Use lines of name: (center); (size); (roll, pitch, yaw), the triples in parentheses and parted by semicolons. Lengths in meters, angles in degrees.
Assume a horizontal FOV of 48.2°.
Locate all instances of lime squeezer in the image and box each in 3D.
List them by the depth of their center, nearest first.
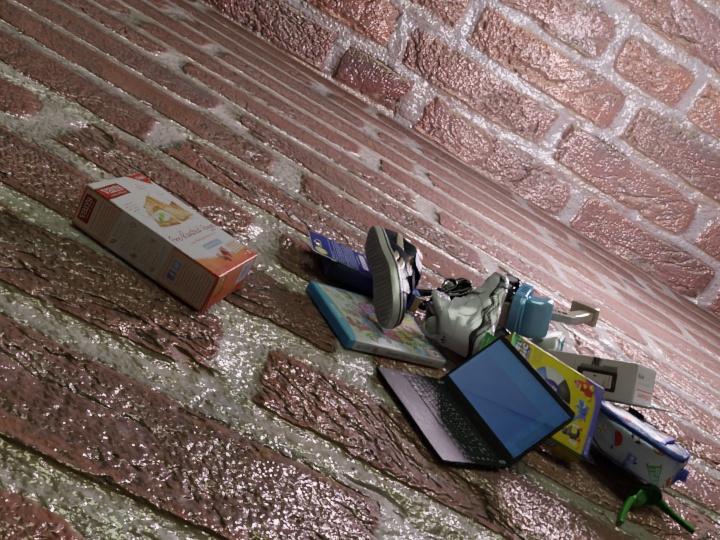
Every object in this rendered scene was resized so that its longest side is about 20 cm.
lime squeezer: (0.413, 0.343, 1.168); (0.197, 0.037, 0.072); (19, 53, -38)

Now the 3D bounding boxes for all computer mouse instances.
computer mouse: (0.182, 0.097, 1.350); (0.136, 0.054, 0.200); (-12, 43, -35)

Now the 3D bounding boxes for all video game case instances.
video game case: (0.024, 0.082, 1.202); (0.197, 0.018, 0.144); (17, 24, -39)

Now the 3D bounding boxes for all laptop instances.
laptop: (0.151, 0.163, 1.066); (0.197, 0.105, 0.178); (17, 23, -39)

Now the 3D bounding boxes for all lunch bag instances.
lunch bag: (0.432, 0.270, 1.244); (0.159, 0.077, 0.199); (31, 6, 28)

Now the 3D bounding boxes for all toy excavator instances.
toy excavator: (0.337, 0.081, 1.493); (0.196, 0.102, 0.194); (17, 16, 18)

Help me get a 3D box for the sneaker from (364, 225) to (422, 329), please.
sneaker: (0.059, 0.009, 1.231); (0.078, 0.079, 0.203); (12, 41, -18)

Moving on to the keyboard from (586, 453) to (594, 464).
keyboard: (0.326, 0.242, 1.308); (0.056, 0.011, 0.201); (32, 18, -18)

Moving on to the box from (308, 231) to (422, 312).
box: (0.000, 0.000, 1.323); (0.196, 0.033, 0.121); (25, 14, -14)

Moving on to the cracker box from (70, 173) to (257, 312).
cracker box: (-0.241, -0.040, 1.010); (0.198, 0.058, 0.134); (33, 18, 4)

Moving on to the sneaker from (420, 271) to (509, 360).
sneaker: (0.167, 0.056, 1.284); (0.113, 0.076, 0.201); (21, 42, 7)

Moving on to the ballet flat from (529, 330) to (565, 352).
ballet flat: (0.346, 0.148, 1.513); (0.069, 0.070, 0.200); (35, 14, 12)

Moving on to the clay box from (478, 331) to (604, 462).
clay box: (0.256, 0.180, 1.176); (0.197, 0.048, 0.117); (31, 62, -10)

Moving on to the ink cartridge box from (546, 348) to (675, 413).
ink cartridge box: (0.420, 0.185, 1.348); (0.196, 0.070, 0.115); (7, -7, 36)
